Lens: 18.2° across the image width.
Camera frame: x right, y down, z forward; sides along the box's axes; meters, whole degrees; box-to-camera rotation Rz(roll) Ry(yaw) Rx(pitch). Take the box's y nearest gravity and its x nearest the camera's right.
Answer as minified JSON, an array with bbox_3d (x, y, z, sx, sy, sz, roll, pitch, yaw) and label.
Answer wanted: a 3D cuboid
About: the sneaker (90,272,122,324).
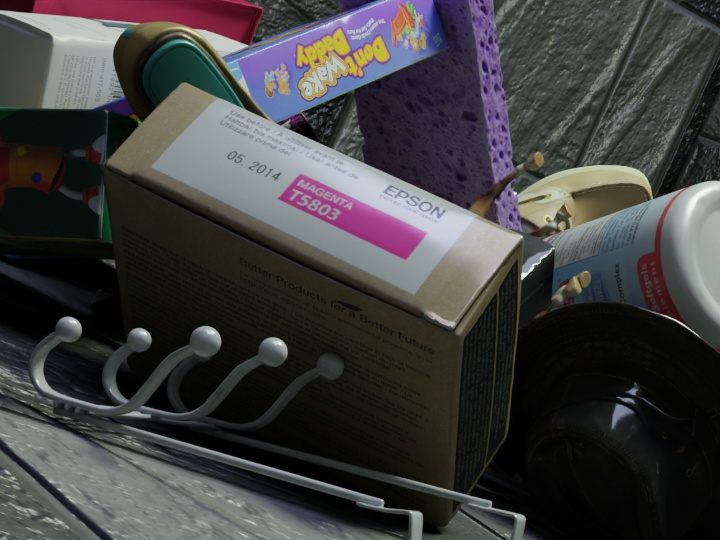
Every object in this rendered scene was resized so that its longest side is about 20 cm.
[{"bbox_3d":[-0.107,0.005,1.406,0.074,0.080,0.200,27,5,11],"label":"sneaker"}]

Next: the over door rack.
[{"bbox_3d":[-0.027,0.072,0.995,0.200,0.067,0.148,26,4,23],"label":"over door rack"}]

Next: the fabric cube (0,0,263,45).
[{"bbox_3d":[-0.225,-0.141,1.628,0.196,0.200,0.199,10,11,-42],"label":"fabric cube"}]

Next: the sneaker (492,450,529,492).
[{"bbox_3d":[0.173,0.105,1.439,0.200,0.116,0.075,31,-38,3],"label":"sneaker"}]

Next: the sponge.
[{"bbox_3d":[0.047,-0.103,1.514,0.111,0.200,0.030,13,36,35],"label":"sponge"}]

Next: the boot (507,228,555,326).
[{"bbox_3d":[0.000,0.011,1.316,0.165,0.066,0.200,31,41,21],"label":"boot"}]

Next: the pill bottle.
[{"bbox_3d":[0.171,0.018,1.460,0.109,0.109,0.200,22,-27,-33],"label":"pill bottle"}]

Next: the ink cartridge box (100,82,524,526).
[{"bbox_3d":[-0.023,0.018,1.121,0.200,0.075,0.165,26,-36,19],"label":"ink cartridge box"}]

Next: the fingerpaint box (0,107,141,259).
[{"bbox_3d":[-0.183,-0.048,1.256,0.166,0.074,0.200,2,-3,16],"label":"fingerpaint box"}]

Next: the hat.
[{"bbox_3d":[0.154,0.118,1.313,0.200,0.201,0.081,25,44,3],"label":"hat"}]

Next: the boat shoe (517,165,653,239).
[{"bbox_3d":[0.122,-0.018,1.607,0.200,0.074,0.066,-20,21,-6],"label":"boat shoe"}]

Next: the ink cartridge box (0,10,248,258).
[{"bbox_3d":[-0.164,-0.088,1.496,0.086,0.147,0.200,23,16,39],"label":"ink cartridge box"}]

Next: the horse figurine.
[{"bbox_3d":[0.081,0.013,1.433,0.050,0.132,0.200,42,23,-37],"label":"horse figurine"}]

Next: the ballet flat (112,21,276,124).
[{"bbox_3d":[-0.065,-0.057,1.207,0.200,0.069,0.063,57,-13,-29],"label":"ballet flat"}]

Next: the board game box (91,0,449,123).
[{"bbox_3d":[-0.059,-0.120,1.422,0.134,0.045,0.200,-13,11,45],"label":"board game box"}]

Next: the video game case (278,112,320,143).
[{"bbox_3d":[0.000,0.000,1.514,0.200,0.036,0.181,61,2,-17],"label":"video game case"}]
